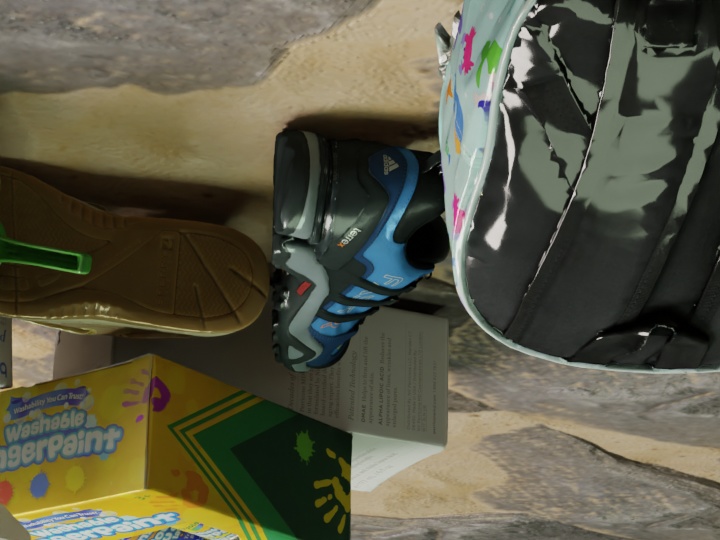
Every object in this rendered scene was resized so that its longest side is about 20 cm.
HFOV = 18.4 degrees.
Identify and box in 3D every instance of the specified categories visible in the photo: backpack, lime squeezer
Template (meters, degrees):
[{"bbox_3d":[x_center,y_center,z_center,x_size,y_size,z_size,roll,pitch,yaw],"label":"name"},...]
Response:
[{"bbox_3d":[0.114,-0.061,0.799,0.177,0.151,0.201,4,129,-8],"label":"backpack"},{"bbox_3d":[-0.206,-0.014,1.002,0.199,0.038,0.071,11,-165,13],"label":"lime squeezer"}]

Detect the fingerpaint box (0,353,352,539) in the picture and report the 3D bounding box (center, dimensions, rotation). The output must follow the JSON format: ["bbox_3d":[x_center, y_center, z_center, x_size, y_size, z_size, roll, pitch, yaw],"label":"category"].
[{"bbox_3d":[-0.131,0.116,1.159,0.199,0.074,0.167,-14,155,33],"label":"fingerpaint box"}]

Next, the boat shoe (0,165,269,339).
[{"bbox_3d":[-0.147,-0.001,1.082,0.199,0.074,0.069,14,165,-11],"label":"boat shoe"}]

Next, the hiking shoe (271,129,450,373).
[{"bbox_3d":[0.000,0.000,1.084,0.086,0.075,0.200,1,158,-1],"label":"hiking shoe"}]

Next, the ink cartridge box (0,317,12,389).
[{"bbox_3d":[-0.261,0.028,1.055,0.094,0.044,0.200,-9,165,26],"label":"ink cartridge box"}]

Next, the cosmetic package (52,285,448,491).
[{"bbox_3d":[-0.062,0.061,1.225,0.199,0.081,0.113,9,158,-22],"label":"cosmetic package"}]

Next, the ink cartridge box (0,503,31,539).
[{"bbox_3d":[-0.261,0.107,1.017,0.199,0.126,0.128,-12,165,29],"label":"ink cartridge box"}]
